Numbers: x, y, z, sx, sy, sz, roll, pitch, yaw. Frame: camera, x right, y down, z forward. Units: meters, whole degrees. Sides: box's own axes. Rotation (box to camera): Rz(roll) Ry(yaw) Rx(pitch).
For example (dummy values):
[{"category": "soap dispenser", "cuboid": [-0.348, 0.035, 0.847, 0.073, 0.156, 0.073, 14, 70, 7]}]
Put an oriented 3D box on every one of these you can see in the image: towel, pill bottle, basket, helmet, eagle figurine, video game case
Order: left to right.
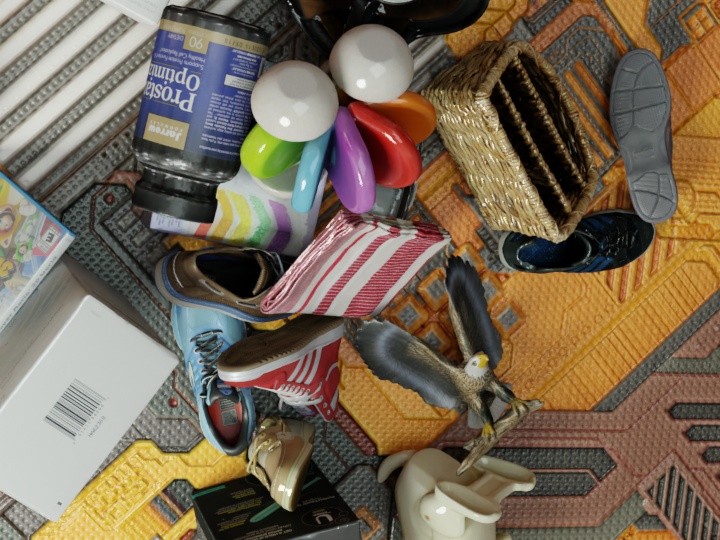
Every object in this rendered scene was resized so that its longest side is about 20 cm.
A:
[{"category": "video game case", "cuboid": [-0.394, 0.003, 1.433, 0.143, 0.018, 0.200, 37, 88, 24]}, {"category": "pill bottle", "cuboid": [-0.164, -0.154, 1.423, 0.111, 0.112, 0.201, 12, 96, -19]}, {"category": "towel", "cuboid": [0.000, 0.000, 1.518, 0.144, 0.023, 0.199, -47, 151, 24]}, {"category": "helmet", "cuboid": [0.033, -0.315, 1.463, 0.190, 0.200, 0.201, -40, 110, -27]}, {"category": "eagle figurine", "cuboid": [0.112, 0.102, 1.620, 0.200, 0.151, 0.151, 50, 39, 9]}, {"category": "basket", "cuboid": [0.186, -0.149, 1.558, 0.142, 0.149, 0.201, -37, 110, -16]}]

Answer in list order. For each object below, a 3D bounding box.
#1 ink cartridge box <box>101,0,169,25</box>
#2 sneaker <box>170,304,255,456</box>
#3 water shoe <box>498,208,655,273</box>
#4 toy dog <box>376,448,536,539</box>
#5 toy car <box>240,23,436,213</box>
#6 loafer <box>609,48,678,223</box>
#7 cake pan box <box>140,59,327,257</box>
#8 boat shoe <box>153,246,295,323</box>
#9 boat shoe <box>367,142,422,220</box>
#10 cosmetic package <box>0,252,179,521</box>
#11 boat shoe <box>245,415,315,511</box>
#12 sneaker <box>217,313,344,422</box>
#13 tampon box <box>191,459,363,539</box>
[{"category": "ink cartridge box", "cuboid": [-0.227, -0.366, 1.427, 0.147, 0.086, 0.201, 26, 93, -20]}, {"category": "sneaker", "cuboid": [-0.149, 0.108, 1.538, 0.078, 0.090, 0.201, -16, 103, -8]}, {"category": "water shoe", "cuboid": [0.260, -0.024, 1.648, 0.199, 0.079, 0.072, -9, 104, -15]}, {"category": "toy dog", "cuboid": [0.090, 0.318, 1.626, 0.193, 0.139, 0.201, 16, 110, 17]}, {"category": "toy car", "cuboid": [-0.015, -0.128, 1.401, 0.199, 0.175, 0.150, -28, 72, -20]}, {"category": "loafer", "cuboid": [0.331, -0.157, 1.664, 0.071, 0.063, 0.202, -7, 98, 14]}, {"category": "cake pan box", "cuboid": [-0.123, -0.126, 1.525, 0.183, 0.052, 0.201, 12, 96, -21]}, {"category": "boat shoe", "cuboid": [-0.116, 0.013, 1.510, 0.199, 0.072, 0.073, 2, 74, -42]}, {"category": "boat shoe", "cuboid": [0.028, -0.097, 1.571, 0.073, 0.060, 0.201, 19, 94, -18]}, {"category": "cosmetic package", "cuboid": [-0.310, 0.104, 1.426, 0.123, 0.200, 0.200, 39, 87, -28]}, {"category": "boat shoe", "cuboid": [-0.088, 0.202, 1.525, 0.066, 0.200, 0.075, 17, 95, -2]}, {"category": "sneaker", "cuboid": [-0.081, 0.121, 1.535, 0.200, 0.071, 0.113, -22, 118, -54]}, {"category": "tampon box", "cuboid": [-0.087, 0.310, 1.542, 0.149, 0.200, 0.127, -13, 104, -14]}]
